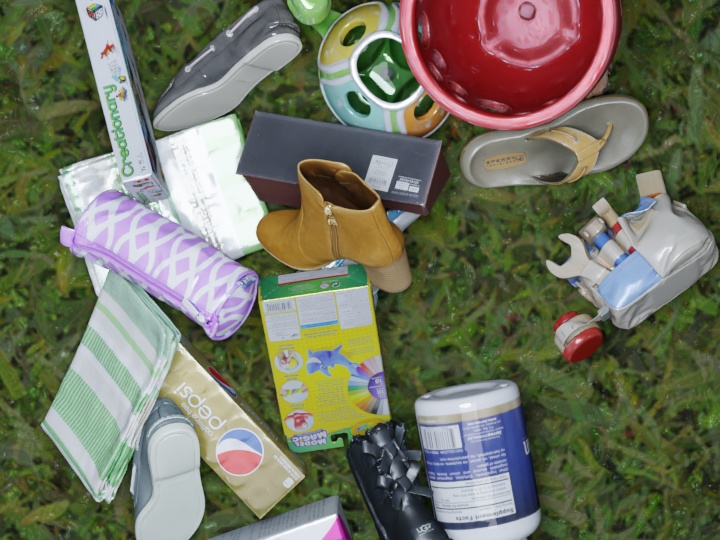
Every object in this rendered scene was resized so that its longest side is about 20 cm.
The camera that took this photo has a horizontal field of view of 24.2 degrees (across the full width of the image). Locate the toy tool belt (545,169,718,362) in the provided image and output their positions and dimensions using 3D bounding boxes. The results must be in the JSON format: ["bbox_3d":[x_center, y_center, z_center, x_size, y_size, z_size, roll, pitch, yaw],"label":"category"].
[{"bbox_3d":[0.259,-0.008,1.726,0.200,0.125,0.123,-36,62,0],"label":"toy tool belt"}]

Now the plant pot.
[{"bbox_3d":[0.149,-0.238,1.588,0.199,0.182,0.201,2,99,12],"label":"plant pot"}]

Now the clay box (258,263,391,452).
[{"bbox_3d":[-0.034,0.093,1.726,0.114,0.048,0.201,-8,124,1],"label":"clay box"}]

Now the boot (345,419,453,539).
[{"bbox_3d":[0.033,0.259,1.737,0.073,0.199,0.163,-18,64,-21],"label":"boot"}]

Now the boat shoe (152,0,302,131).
[{"bbox_3d":[-0.138,-0.208,1.710,0.200,0.067,0.057,-30,64,32],"label":"boat shoe"}]

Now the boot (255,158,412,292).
[{"bbox_3d":[-0.040,-0.059,1.633,0.201,0.144,0.071,21,61,34],"label":"boot"}]

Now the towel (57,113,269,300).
[{"bbox_3d":[-0.201,-0.065,1.760,0.199,0.031,0.150,-18,96,-1],"label":"towel"}]

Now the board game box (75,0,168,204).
[{"bbox_3d":[-0.238,-0.174,1.682,0.034,0.126,0.201,-15,82,-1],"label":"board game box"}]

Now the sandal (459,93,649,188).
[{"bbox_3d":[0.201,-0.122,1.726,0.199,0.054,0.081,-13,116,3],"label":"sandal"}]

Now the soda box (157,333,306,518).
[{"bbox_3d":[-0.147,0.160,1.753,0.068,0.064,0.200,-43,92,3],"label":"soda box"}]

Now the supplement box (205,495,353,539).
[{"bbox_3d":[-0.101,0.319,1.745,0.199,0.103,0.102,-20,93,0],"label":"supplement box"}]

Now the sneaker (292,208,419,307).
[{"bbox_3d":[0.000,0.000,1.745,0.200,0.075,0.087,-40,100,11],"label":"sneaker"}]

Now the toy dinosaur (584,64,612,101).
[{"bbox_3d":[0.168,-0.248,1.718,0.199,0.086,0.136,13,101,5],"label":"toy dinosaur"}]

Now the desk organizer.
[{"bbox_3d":[-0.015,-0.099,1.692,0.199,0.077,0.072,11,72,17],"label":"desk organizer"}]

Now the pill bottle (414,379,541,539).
[{"bbox_3d":[0.125,0.221,1.732,0.111,0.111,0.201,-10,94,1],"label":"pill bottle"}]

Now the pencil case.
[{"bbox_3d":[-0.196,-0.003,1.673,0.200,0.085,0.084,30,136,19],"label":"pencil case"}]

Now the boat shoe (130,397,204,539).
[{"bbox_3d":[-0.202,0.214,1.734,0.072,0.062,0.201,-10,135,-21],"label":"boat shoe"}]

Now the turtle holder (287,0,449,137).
[{"bbox_3d":[0.021,-0.216,1.693,0.140,0.132,0.186,-20,94,2],"label":"turtle holder"}]

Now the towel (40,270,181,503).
[{"bbox_3d":[-0.256,0.114,1.711,0.023,0.153,0.201,10,112,-41],"label":"towel"}]
